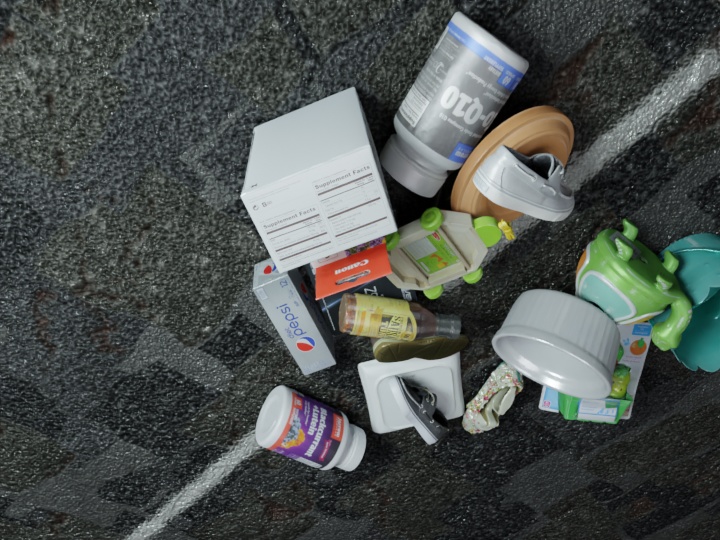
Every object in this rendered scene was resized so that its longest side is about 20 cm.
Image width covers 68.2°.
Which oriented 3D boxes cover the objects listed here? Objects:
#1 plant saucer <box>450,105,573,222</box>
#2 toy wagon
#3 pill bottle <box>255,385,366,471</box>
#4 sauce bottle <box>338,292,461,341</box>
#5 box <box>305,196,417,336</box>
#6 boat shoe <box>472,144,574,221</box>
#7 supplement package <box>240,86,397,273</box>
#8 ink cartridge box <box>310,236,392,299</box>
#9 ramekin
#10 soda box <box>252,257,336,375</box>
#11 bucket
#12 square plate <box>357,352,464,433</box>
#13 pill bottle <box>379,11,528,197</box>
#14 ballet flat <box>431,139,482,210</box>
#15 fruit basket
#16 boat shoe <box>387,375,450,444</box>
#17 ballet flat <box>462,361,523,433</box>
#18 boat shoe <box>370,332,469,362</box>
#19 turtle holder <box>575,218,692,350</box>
[{"bbox_3d":[0.216,-0.131,0.742,0.196,0.033,0.203,-22,145,-16],"label":"plant saucer"},{"bbox_3d":[0.123,-0.031,0.761,0.196,0.040,0.155,-24,138,24],"label":"toy wagon"},{"bbox_3d":[-0.089,0.306,1.004,0.197,0.113,0.112,30,116,-24],"label":"pill bottle"},{"bbox_3d":[0.064,0.077,0.843,0.194,0.067,0.067,7,124,-11],"label":"sauce bottle"},{"bbox_3d":[0.000,0.000,0.849,0.155,0.044,0.204,-15,125,3],"label":"box"},{"bbox_3d":[0.226,-0.118,0.684,0.196,0.073,0.069,9,130,-35],"label":"boat shoe"},{"bbox_3d":[-0.051,-0.121,0.666,0.152,0.202,0.113,-19,126,7],"label":"supplement package"},{"bbox_3d":[-0.024,-0.057,0.712,0.106,0.202,0.051,-19,126,7],"label":"ink cartridge box"},{"bbox_3d":[0.328,0.119,0.882,0.200,0.198,0.099,43,69,-29],"label":"ramekin"},{"bbox_3d":[-0.105,0.074,0.871,0.062,0.069,0.203,-20,124,6],"label":"soda box"},{"bbox_3d":[0.586,0.049,0.897,0.200,0.136,0.212,-4,124,-5],"label":"bucket"},{"bbox_3d":[0.105,0.239,1.034,0.194,0.029,0.202,-12,125,1],"label":"square plate"},{"bbox_3d":[0.112,-0.205,0.682,0.111,0.115,0.202,22,119,-20],"label":"pill bottle"},{"bbox_3d":[0.134,-0.103,0.794,0.066,0.047,0.204,14,121,-16],"label":"ballet flat"},{"bbox_3d":[0.444,0.187,0.999,0.179,0.094,0.206,6,114,0],"label":"fruit basket"},{"bbox_3d":[0.115,0.252,0.987,0.065,0.070,0.202,-30,123,5],"label":"boat shoe"},{"bbox_3d":[0.258,0.267,1.049,0.073,0.065,0.204,9,123,-17],"label":"ballet flat"},{"bbox_3d":[0.103,0.114,0.925,0.196,0.067,0.072,0,139,-30],"label":"boat shoe"},{"bbox_3d":[0.433,0.025,0.852,0.182,0.142,0.133,29,127,-5],"label":"turtle holder"}]
